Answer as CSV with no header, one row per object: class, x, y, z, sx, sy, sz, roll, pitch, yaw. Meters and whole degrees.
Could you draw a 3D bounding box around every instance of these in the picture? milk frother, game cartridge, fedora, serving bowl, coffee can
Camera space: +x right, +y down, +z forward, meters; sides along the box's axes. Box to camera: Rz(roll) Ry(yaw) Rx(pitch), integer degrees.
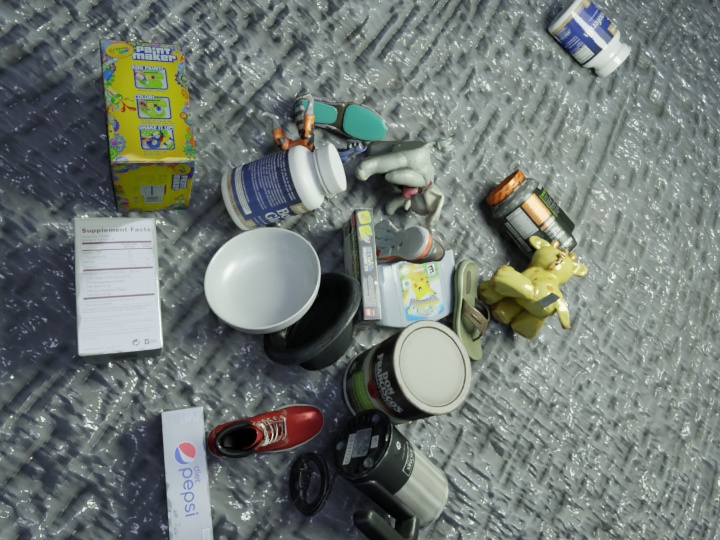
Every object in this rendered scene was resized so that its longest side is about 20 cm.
milk frother,0.010,0.357,0.894,0.189,0.198,0.182,50,53,-29
game cartridge,0.111,0.039,1.047,0.197,0.040,0.136,-12,97,-29
fedora,-0.070,0.100,0.930,0.201,0.199,0.092,-51,130,-25
serving bowl,-0.163,0.025,0.918,0.196,0.066,0.203,-1,57,2
coffee can,0.074,0.184,0.910,0.144,0.200,0.149,10,65,-22

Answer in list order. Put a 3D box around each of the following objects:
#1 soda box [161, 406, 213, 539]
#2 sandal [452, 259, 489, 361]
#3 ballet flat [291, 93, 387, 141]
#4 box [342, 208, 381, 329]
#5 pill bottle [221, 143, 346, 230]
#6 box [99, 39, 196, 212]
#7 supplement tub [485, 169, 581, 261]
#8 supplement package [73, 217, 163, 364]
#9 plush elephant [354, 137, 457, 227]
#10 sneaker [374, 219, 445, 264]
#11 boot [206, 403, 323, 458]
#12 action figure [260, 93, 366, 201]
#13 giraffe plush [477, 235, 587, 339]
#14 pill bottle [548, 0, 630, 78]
soda box,-0.267,0.315,0.818,0.062,0.068,0.204,-4,77,-21
sandal,0.224,0.080,1.061,0.079,0.057,0.205,-6,94,-50
ballet flat,-0.041,-0.315,1.081,0.197,0.072,0.073,12,71,-12
box,0.000,0.000,0.988,0.034,0.110,0.204,-1,76,-15
pill bottle,-0.129,-0.149,0.926,0.197,0.111,0.113,-16,79,14
box,-0.343,-0.222,0.860,0.120,0.200,0.196,-6,79,-23
supplement tub,0.374,-0.113,1.166,0.200,0.122,0.122,48,64,-3
supplement package,-0.372,0.032,0.825,0.115,0.117,0.204,-3,76,-22
plush elephant,0.099,-0.174,1.069,0.196,0.165,0.157,-6,117,8
sneaker,0.082,-0.041,0.999,0.081,0.199,0.078,25,88,-31
boot,-0.136,0.256,0.846,0.197,0.144,0.074,-7,76,-25
action figure,-0.079,-0.229,1.003,0.105,0.197,0.196,-58,130,-63
giraffe plush,0.361,0.018,1.082,0.173,0.199,0.163,47,61,-13
pill bottle,0.602,-0.611,1.399,0.199,0.116,0.116,40,65,-8
